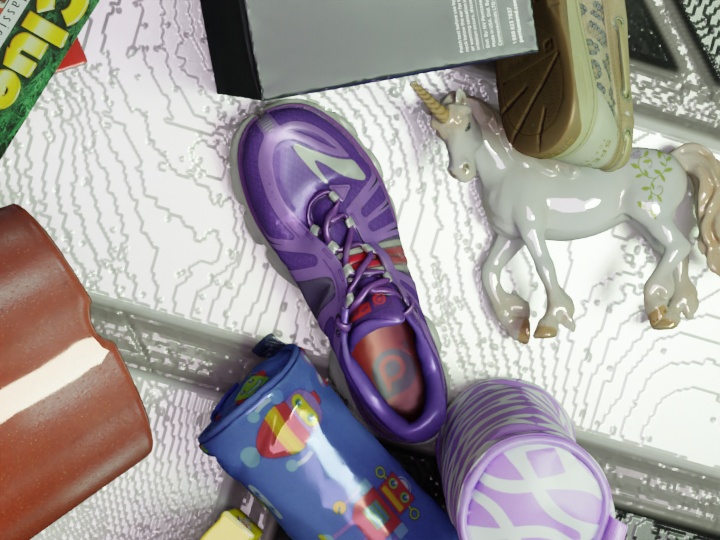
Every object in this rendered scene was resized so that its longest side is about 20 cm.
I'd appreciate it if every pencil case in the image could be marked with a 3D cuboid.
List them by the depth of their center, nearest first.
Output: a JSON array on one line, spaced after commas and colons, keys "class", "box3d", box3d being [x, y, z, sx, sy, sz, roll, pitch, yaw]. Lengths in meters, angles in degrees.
[{"class": "pencil case", "box3d": [0.086, 0.107, 1.420, 0.085, 0.200, 0.084, 12, 98, -4]}, {"class": "pencil case", "box3d": [-0.004, 0.130, 1.465, 0.200, 0.087, 0.078, 49, 67, -10]}]

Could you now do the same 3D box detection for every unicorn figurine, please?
[{"class": "unicorn figurine", "box3d": [0.110, -0.032, 1.483, 0.199, 0.074, 0.138, -4, 86, -23]}]

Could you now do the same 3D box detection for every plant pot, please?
[{"class": "plant pot", "box3d": [-0.223, 0.076, 1.378, 0.195, 0.201, 0.201, -30, 98, -15]}]

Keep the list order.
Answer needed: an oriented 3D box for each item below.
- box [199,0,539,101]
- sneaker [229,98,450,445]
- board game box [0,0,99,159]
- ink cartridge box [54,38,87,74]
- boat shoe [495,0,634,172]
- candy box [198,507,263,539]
[{"class": "box", "box3d": [-0.002, -0.135, 1.384, 0.140, 0.200, 0.079, -8, 96, -8]}, {"class": "sneaker", "box3d": [0.000, 0.000, 1.454, 0.080, 0.083, 0.201, -29, 98, -6]}, {"class": "board game box", "box3d": [-0.185, -0.123, 1.320, 0.105, 0.023, 0.201, 27, 96, -47]}, {"class": "ink cartridge box", "box3d": [-0.255, -0.165, 1.381, 0.175, 0.045, 0.201, -22, 73, -7]}, {"class": "boat shoe", "box3d": [0.107, -0.147, 1.454, 0.062, 0.073, 0.201, 15, 66, -39]}, {"class": "candy box", "box3d": [-0.125, 0.208, 1.438, 0.026, 0.102, 0.200, 40, 87, 5]}]
